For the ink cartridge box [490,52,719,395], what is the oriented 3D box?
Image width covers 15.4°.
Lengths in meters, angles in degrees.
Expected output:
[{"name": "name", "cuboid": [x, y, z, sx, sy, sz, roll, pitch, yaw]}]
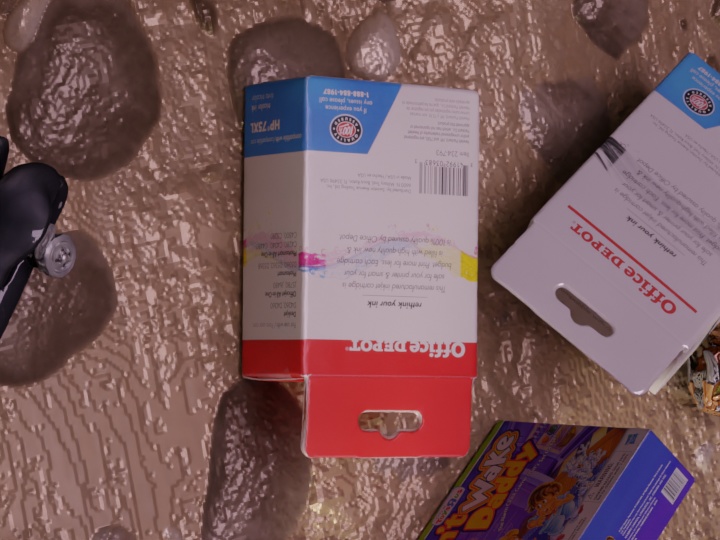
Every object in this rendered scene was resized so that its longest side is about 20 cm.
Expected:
[{"name": "ink cartridge box", "cuboid": [0.167, -0.015, 1.529, 0.116, 0.068, 0.200, 40, 63, 9]}]

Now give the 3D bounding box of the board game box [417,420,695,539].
[{"name": "board game box", "cuboid": [0.077, 0.174, 1.450, 0.045, 0.134, 0.200, 47, 64, -25]}]

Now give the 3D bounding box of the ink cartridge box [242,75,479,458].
[{"name": "ink cartridge box", "cuboid": [0.000, 0.000, 1.441, 0.116, 0.067, 0.200, 3, 87, -34]}]

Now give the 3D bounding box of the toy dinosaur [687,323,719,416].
[{"name": "toy dinosaur", "cuboid": [0.266, 0.000, 1.615, 0.136, 0.102, 0.200, 24, 97, -15]}]

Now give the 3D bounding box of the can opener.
[{"name": "can opener", "cuboid": [-0.200, 0.031, 1.318, 0.063, 0.079, 0.200, 48, 60, -68]}]
